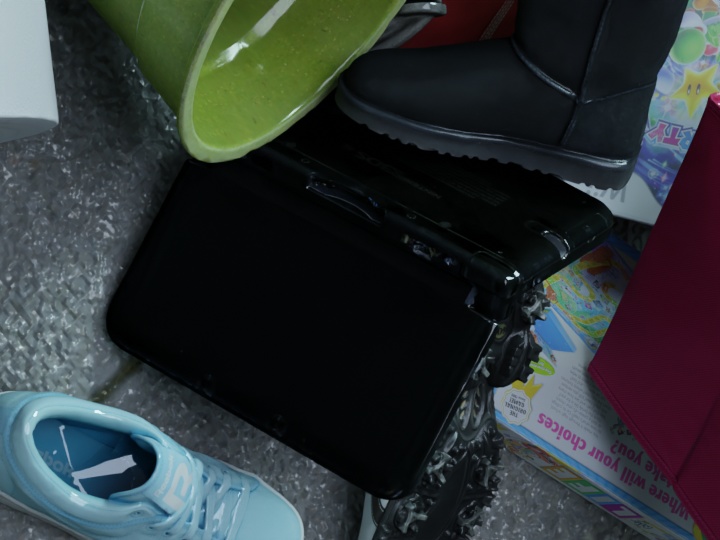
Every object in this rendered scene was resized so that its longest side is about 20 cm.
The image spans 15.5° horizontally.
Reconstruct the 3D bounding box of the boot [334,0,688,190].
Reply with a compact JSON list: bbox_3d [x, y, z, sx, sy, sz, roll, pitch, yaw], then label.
[{"bbox_3d":[0.088,-0.154,1.320,0.164,0.066,0.201,12,119,-6],"label":"boot"}]

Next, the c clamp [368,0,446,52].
[{"bbox_3d":[0.006,-0.203,1.395,0.027,0.170,0.201,3,90,-66],"label":"c clamp"}]

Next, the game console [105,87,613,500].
[{"bbox_3d":[0.000,0.000,1.372,0.176,0.200,0.117,-30,141,-50],"label":"game console"}]

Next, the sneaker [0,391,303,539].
[{"bbox_3d":[-0.105,0.116,1.337,0.199,0.082,0.074,20,77,-27],"label":"sneaker"}]

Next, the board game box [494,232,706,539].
[{"bbox_3d":[0.158,0.068,1.522,0.200,0.034,0.135,33,70,-24],"label":"board game box"}]

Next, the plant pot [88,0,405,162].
[{"bbox_3d":[-0.086,-0.189,1.307,0.190,0.200,0.200,40,62,17],"label":"plant pot"}]

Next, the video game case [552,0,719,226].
[{"bbox_3d":[0.204,-0.112,1.442,0.143,0.018,0.201,13,113,-24],"label":"video game case"}]

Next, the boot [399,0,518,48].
[{"bbox_3d":[0.073,-0.169,1.413,0.201,0.144,0.072,-64,162,17],"label":"boot"}]

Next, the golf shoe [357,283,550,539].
[{"bbox_3d":[0.032,0.076,1.434,0.078,0.094,0.201,11,104,-49],"label":"golf shoe"}]

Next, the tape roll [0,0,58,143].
[{"bbox_3d":[-0.244,-0.122,1.209,0.202,0.202,0.140,-7,89,-30],"label":"tape roll"}]

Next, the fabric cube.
[{"bbox_3d":[0.275,0.034,1.414,0.196,0.200,0.200,-6,45,-31],"label":"fabric cube"}]
